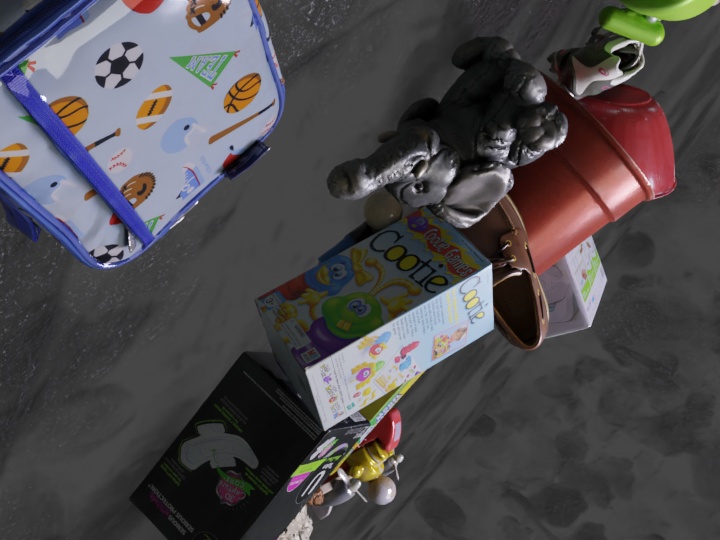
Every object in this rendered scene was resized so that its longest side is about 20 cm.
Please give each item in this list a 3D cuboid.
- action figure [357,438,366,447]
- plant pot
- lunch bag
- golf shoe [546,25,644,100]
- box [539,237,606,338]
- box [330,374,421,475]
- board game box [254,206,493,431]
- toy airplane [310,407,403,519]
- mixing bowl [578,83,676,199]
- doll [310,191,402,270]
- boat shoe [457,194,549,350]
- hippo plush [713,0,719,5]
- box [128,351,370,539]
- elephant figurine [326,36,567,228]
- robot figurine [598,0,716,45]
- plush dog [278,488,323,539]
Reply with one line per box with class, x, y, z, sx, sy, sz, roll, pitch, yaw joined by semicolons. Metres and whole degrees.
action figure;-0.075;0.244;1.196;0.200;0.099;0.065;-55;162;9
plant pot;0.182;-0.084;1.012;0.195;0.201;0.201;-44;163;8
lunch bag;-0.120;-0.084;0.446;0.160;0.076;0.200;-44;161;-11
golf shoe;0.305;-0.249;1.085;0.200;0.088;0.077;-36;115;-42
box;0.249;-0.026;1.211;0.096;0.177;0.200;-18;-170;25
box;-0.011;0.126;1.069;0.200;0.117;0.048;-47;163;-11
board game box;0.017;0.042;0.876;0.200;0.103;0.105;-29;141;-15
toy airplane;-0.010;0.322;1.433;0.200;0.141;0.199;-41;161;-28
mixing bowl;0.313;-0.176;1.164;0.200;0.200;0.109;-31;134;-46
doll;0.000;0.000;0.949;0.136;0.048;0.200;-21;141;-40
boat shoe;0.140;-0.010;0.913;0.072;0.200;0.068;-23;-165;11
hippo plush;0.482;-0.434;1.156;0.161;0.159;0.200;-56;130;-48
box;-0.112;0.201;0.963;0.200;0.124;0.149;-51;162;6
elephant figurine;0.075;-0.108;0.828;0.200;0.155;0.142;-40;-154;4
robot figurine;0.333;-0.329;0.974;0.200;0.116;0.176;-21;135;-58
plush dog;-0.126;0.328;1.115;0.199;0.160;0.172;-10;120;-27
